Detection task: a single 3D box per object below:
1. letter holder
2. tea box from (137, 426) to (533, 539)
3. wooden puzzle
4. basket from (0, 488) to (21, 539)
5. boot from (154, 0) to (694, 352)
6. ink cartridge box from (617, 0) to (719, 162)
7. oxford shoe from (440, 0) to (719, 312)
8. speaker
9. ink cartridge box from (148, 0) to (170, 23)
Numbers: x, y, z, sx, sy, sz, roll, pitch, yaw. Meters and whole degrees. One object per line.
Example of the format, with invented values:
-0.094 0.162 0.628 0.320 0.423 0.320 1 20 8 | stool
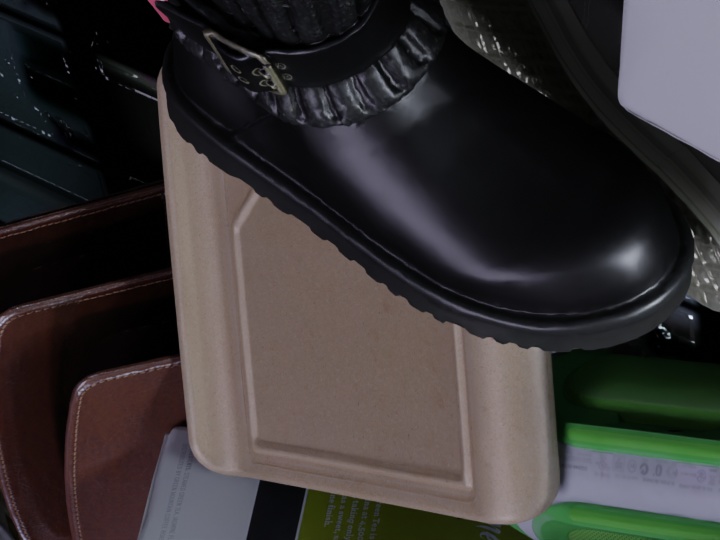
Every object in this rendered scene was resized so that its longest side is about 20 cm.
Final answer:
-0.129 0.070 1.345 0.200 0.142 0.101 92 161 -53 | letter holder
0.011 0.183 1.290 0.197 0.134 0.200 3 138 12 | tea box
0.000 0.000 1.175 0.200 0.037 0.185 4 102 47 | wooden puzzle
-0.198 0.136 1.567 0.200 0.123 0.136 9 137 46 | basket
0.013 -0.068 0.932 0.211 0.079 0.158 26 151 17 | boot
0.177 -0.114 0.700 0.146 0.200 0.147 30 148 23 | ink cartridge box
0.088 -0.072 1.020 0.200 0.058 0.075 50 160 19 | oxford shoe
0.139 0.076 1.112 0.200 0.088 0.088 4 133 49 | speaker
-0.071 -0.199 1.013 0.200 0.085 0.146 52 148 -14 | ink cartridge box
